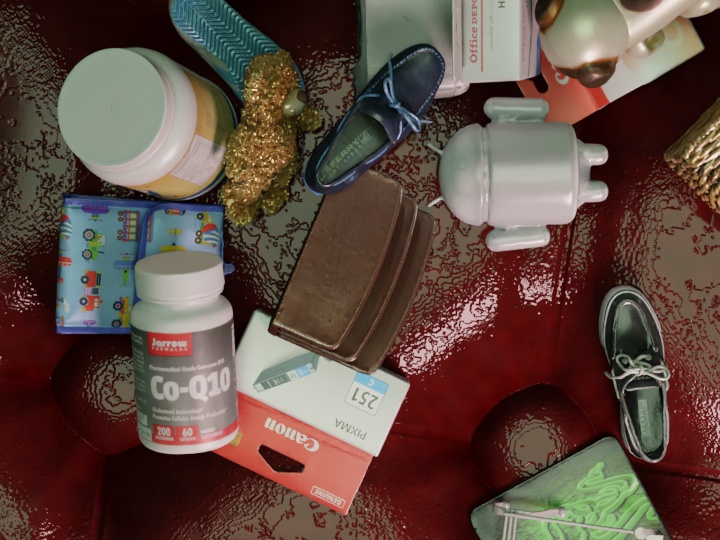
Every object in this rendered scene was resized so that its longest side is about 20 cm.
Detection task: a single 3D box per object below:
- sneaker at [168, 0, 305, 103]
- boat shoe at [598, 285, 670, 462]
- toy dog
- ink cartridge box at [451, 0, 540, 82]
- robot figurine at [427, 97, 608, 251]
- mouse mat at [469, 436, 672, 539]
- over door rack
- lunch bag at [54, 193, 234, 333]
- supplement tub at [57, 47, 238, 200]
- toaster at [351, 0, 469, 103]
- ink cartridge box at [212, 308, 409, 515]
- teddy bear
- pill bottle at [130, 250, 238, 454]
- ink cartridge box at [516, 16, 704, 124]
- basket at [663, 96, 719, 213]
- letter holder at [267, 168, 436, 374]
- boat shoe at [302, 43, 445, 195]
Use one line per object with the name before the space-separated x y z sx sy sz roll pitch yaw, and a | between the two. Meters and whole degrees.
sneaker | -0.135 -0.245 1.631 0.076 0.081 0.200 -42 111 1
boat shoe | 0.314 0.118 1.640 0.073 0.068 0.201 -4 93 1
toy dog | 0.281 -0.277 1.515 0.199 0.194 0.140 -36 103 3
ink cartridge box | 0.148 -0.261 1.546 0.066 0.200 0.117 1 100 15
robot figurine | 0.173 -0.107 1.609 0.198 0.113 0.171 0 92 1
mouse mat | 0.246 0.305 1.684 0.199 0.008 0.162 -29 92 2
over door rack | 0.240 0.350 1.641 0.198 0.067 0.149 7 94 22
lunch bag | -0.243 -0.004 1.649 0.198 0.094 0.152 3 95 -13
supplement tub | -0.227 -0.157 1.560 0.143 0.200 0.146 -1 85 16
toaster | 0.053 -0.261 1.605 0.128 0.114 0.202 -2 95 -1
ink cartridge box | -0.067 0.165 1.665 0.199 0.045 0.177 25 92 0
teddy bear | -0.097 -0.138 1.589 0.067 0.144 0.201 34 111 32
pill bottle | -0.194 0.088 1.586 0.113 0.114 0.202 -2 106 1
ink cartridge box | 0.261 -0.269 1.631 0.199 0.050 0.163 -30 92 0
basket | 0.457 -0.143 1.586 0.149 0.143 0.200 45 93 -1
letter holder | 0.000 0.000 1.606 0.141 0.101 0.201 23 80 -2
boat shoe | 0.023 -0.153 1.531 0.084 0.069 0.201 36 91 -9
